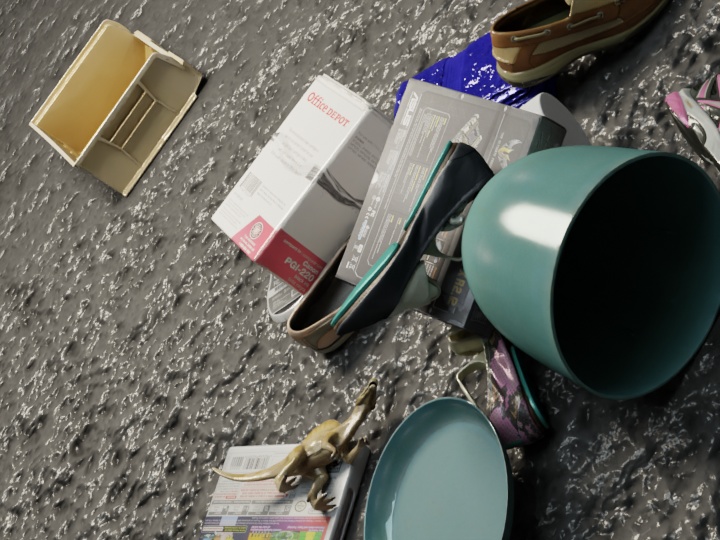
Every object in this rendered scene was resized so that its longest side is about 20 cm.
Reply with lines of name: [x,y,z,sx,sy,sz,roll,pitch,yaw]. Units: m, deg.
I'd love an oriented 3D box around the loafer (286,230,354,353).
loafer: [0.000,0.000,1.672,0.072,0.063,0.201,42,99,27]

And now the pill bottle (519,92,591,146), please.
pill bottle: [0.120,-0.075,1.558,0.199,0.119,0.120,-36,39,25]

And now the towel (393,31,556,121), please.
towel: [0.115,-0.187,1.719,0.199,0.049,0.149,-27,44,34]

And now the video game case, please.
video game case: [-0.088,0.258,1.612,0.199,0.023,0.184,-8,55,45]

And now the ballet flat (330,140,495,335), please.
ballet flat: [0.053,-0.015,1.414,0.201,0.073,0.073,-57,35,4]

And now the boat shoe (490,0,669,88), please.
boat shoe: [0.216,-0.256,1.603,0.199,0.074,0.076,-32,41,0]

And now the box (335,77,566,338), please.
box: [0.080,-0.059,1.477,0.158,0.048,0.202,20,90,38]

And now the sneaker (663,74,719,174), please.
sneaker: [0.332,-0.113,1.382,0.086,0.080,0.201,-35,44,8]

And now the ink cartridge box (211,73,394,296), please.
ink cartridge box: [-0.049,-0.093,1.730,0.201,0.085,0.146,-54,31,3]

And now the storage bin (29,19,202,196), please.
storage bin: [-0.333,-0.229,2.243,0.199,0.093,0.200,-54,34,1]

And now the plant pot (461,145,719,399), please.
plant pot: [0.179,-0.013,1.358,0.160,0.200,0.202,21,78,51]

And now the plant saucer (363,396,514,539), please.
plant saucer: [0.071,0.211,1.421,0.200,0.027,0.202,-30,52,48]

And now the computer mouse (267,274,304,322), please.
computer mouse: [-0.066,-0.010,1.793,0.109,0.044,0.201,-32,36,26]

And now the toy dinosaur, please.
toy dinosaur: [-0.051,0.184,1.580,0.199,0.058,0.101,-32,25,16]

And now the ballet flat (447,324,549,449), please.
ballet flat: [0.117,0.077,1.476,0.071,0.069,0.201,-21,47,13]
